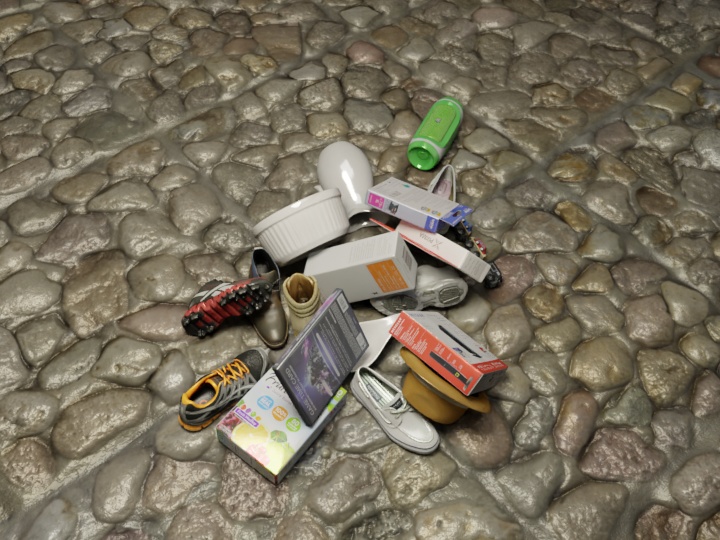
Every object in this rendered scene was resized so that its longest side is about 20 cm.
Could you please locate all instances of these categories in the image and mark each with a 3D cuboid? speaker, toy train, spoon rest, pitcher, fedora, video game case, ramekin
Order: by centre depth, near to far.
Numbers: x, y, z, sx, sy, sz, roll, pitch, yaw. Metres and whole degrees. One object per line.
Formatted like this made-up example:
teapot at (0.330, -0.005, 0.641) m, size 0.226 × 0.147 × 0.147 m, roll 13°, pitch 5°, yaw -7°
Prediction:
video game case at (-0.064, 0.150, 1.206) m, size 0.019 × 0.143 × 0.200 m, roll 6°, pitch 43°, yaw 39°
fedora at (0.139, 0.215, 1.234) m, size 0.200 × 0.200 × 0.082 m, roll 38°, pitch 101°, yaw 22°
spoon rest at (0.028, 0.130, 1.332) m, size 0.199 × 0.061 × 0.100 m, roll -23°, pitch 58°, yaw -20°
ramekin at (-0.114, -0.083, 1.403) m, size 0.202 × 0.202 × 0.095 m, roll -26°, pitch 90°, yaw -21°
toy train at (0.251, -0.047, 1.493) m, size 0.046 × 0.034 × 0.200 m, roll -15°, pitch 56°, yaw -19°
pitcher at (-0.046, -0.175, 1.530) m, size 0.171 × 0.121 × 0.201 m, roll -21°, pitch 67°, yaw 0°
speaker at (0.185, -0.335, 1.673) m, size 0.088 × 0.089 × 0.200 m, roll 22°, pitch 55°, yaw 12°

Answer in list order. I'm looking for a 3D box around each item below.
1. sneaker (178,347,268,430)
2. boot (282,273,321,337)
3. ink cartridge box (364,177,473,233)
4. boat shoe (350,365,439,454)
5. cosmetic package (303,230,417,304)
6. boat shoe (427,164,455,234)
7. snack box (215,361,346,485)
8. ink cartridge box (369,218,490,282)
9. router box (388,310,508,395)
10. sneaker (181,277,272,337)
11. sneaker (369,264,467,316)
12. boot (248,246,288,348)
sneaker at (-0.246, 0.206, 1.248) m, size 0.078 × 0.077 × 0.200 m, roll 34°, pitch 57°, yaw 22°
boot at (-0.102, 0.065, 1.288) m, size 0.072 × 0.156 × 0.200 m, roll -11°, pitch 32°, yaw 0°
ink cartridge box at (0.122, -0.133, 1.428) m, size 0.199 × 0.042 × 0.119 m, roll 22°, pitch 29°, yaw 20°
boat shoe at (0.058, 0.251, 1.239) m, size 0.200 × 0.067 × 0.074 m, roll 34°, pitch 59°, yaw 20°
cosmetic package at (0.000, 0.000, 1.346) m, size 0.199 × 0.102 × 0.071 m, roll -13°, pitch 43°, yaw 25°
boat shoe at (0.179, -0.159, 1.533) m, size 0.074 × 0.065 × 0.202 m, roll 21°, pitch 42°, yaw -1°
snack box at (-0.139, 0.258, 1.230) m, size 0.142 × 0.053 × 0.200 m, roll 33°, pitch 57°, yaw 18°
ink cartridge box at (0.141, -0.057, 1.383) m, size 0.200 × 0.176 × 0.045 m, roll 34°, pitch 96°, yaw 44°
router box at (0.165, 0.146, 1.254) m, size 0.179 × 0.200 × 0.049 m, roll 38°, pitch 102°, yaw 22°
sneaker at (-0.258, 0.050, 1.331) m, size 0.200 × 0.071 × 0.098 m, roll -25°, pitch 39°, yaw 19°
sneaker at (0.112, 0.035, 1.410) m, size 0.199 × 0.078 × 0.100 m, roll -7°, pitch 37°, yaw -8°
boot at (-0.188, 0.050, 1.354) m, size 0.074 × 0.097 × 0.201 m, roll -12°, pitch 55°, yaw -12°
